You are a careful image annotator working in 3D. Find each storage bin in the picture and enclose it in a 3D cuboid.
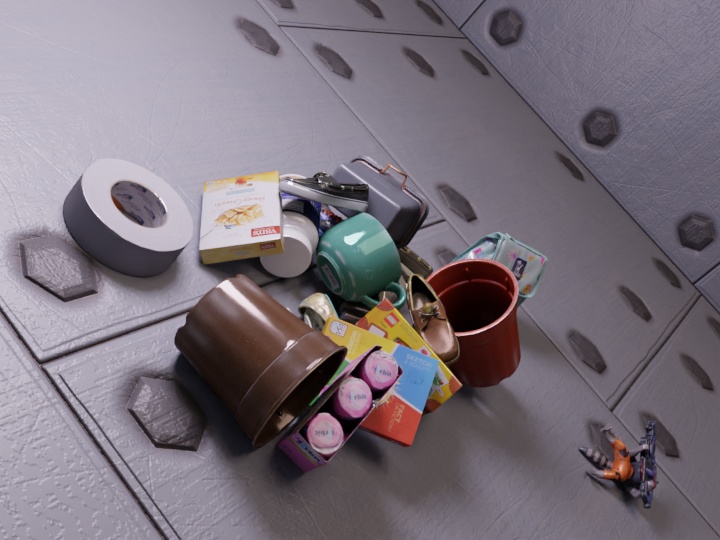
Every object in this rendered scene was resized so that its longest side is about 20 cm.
[{"bbox_3d":[0.025,-0.144,1.825,0.200,0.146,0.134,37,15,13],"label":"storage bin"}]

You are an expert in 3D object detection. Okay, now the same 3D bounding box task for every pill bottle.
[{"bbox_3d":[-0.134,-0.084,1.720,0.116,0.116,0.200,31,32,-22],"label":"pill bottle"}]

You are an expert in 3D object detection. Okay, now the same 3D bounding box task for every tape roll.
[{"bbox_3d":[-0.372,-0.087,1.475,0.200,0.066,0.200,32,31,-22],"label":"tape roll"}]

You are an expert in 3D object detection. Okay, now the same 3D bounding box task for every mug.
[{"bbox_3d":[-0.004,-0.010,1.707,0.114,0.152,0.185,-29,42,-23],"label":"mug"}]

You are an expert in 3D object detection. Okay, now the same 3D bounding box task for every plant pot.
[{"bbox_3d":[-0.157,0.124,1.363,0.198,0.200,0.200,42,28,13],"label":"plant pot"},{"bbox_3d":[0.228,0.115,1.799,0.201,0.200,0.195,-97,169,-48],"label":"plant pot"}]

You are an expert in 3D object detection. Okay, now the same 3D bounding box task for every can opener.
[{"bbox_3d":[0.045,0.120,1.759,0.200,0.067,0.053,19,40,-17],"label":"can opener"}]

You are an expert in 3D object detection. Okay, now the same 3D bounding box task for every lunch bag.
[{"bbox_3d":[0.308,0.009,2.068,0.170,0.200,0.122,24,35,-33],"label":"lunch bag"}]

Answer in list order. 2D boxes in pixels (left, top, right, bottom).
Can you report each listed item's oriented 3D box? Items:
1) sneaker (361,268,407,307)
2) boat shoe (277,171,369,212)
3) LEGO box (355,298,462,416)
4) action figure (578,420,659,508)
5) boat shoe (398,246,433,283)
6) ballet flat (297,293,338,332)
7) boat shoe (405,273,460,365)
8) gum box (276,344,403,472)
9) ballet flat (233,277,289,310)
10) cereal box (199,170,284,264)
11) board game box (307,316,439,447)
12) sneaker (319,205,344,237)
[{"bbox_3d":[0.060,0.038,1.850,0.093,0.070,0.200,28,30,-15],"label":"sneaker"},{"bbox_3d":[-0.066,-0.151,1.686,0.200,0.057,0.069,10,3,-41],"label":"boat shoe"},{"bbox_3d":[0.075,0.161,1.625,0.200,0.077,0.149,49,-13,6],"label":"LEGO box"},{"bbox_3d":[0.582,0.412,2.000,0.193,0.105,0.200,37,54,-23],"label":"action figure"},{"bbox_3d":[0.072,-0.048,1.960,0.202,0.072,0.060,46,74,-6],"label":"boat shoe"},{"bbox_3d":[-0.048,0.129,1.615,0.071,0.071,0.200,-3,54,-53],"label":"ballet flat"},{"bbox_3d":[0.123,0.088,1.671,0.200,0.072,0.068,-117,-173,-47],"label":"boat shoe"},{"bbox_3d":[-0.027,0.207,1.389,0.066,0.114,0.200,45,61,-1],"label":"gum box"},{"bbox_3d":[-0.152,0.080,1.537,0.200,0.064,0.067,33,31,-19],"label":"ballet flat"},{"bbox_3d":[-0.211,-0.097,1.631,0.144,0.040,0.200,-9,41,0],"label":"cereal box"},{"bbox_3d":[0.013,0.183,1.501,0.200,0.040,0.153,22,74,-8],"label":"board game box"},{"bbox_3d":[-0.039,-0.081,1.872,0.200,0.078,0.075,54,30,16],"label":"sneaker"}]
